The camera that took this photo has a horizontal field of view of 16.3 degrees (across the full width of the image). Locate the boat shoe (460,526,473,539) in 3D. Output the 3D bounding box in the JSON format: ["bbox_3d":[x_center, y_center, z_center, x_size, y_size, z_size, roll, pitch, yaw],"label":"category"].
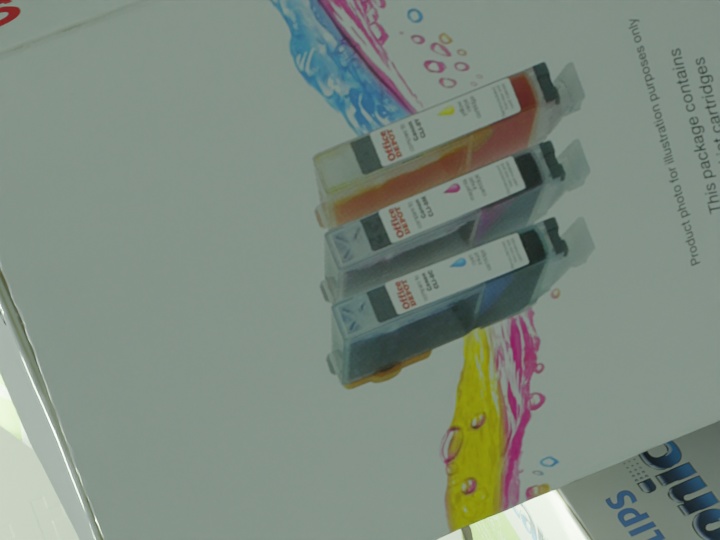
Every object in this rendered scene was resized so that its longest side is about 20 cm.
[{"bbox_3d":[0.064,0.079,0.833,0.202,0.072,0.060,68,165,-16],"label":"boat shoe"}]

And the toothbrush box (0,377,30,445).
[{"bbox_3d":[-0.149,-0.029,1.011,0.200,0.086,0.146,34,142,27],"label":"toothbrush box"}]

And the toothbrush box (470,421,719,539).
[{"bbox_3d":[0.096,0.111,0.696,0.146,0.086,0.200,-124,16,-52],"label":"toothbrush box"}]

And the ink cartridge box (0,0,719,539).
[{"bbox_3d":[0.001,-0.030,0.592,0.145,0.200,0.145,-136,27,-66],"label":"ink cartridge box"}]
